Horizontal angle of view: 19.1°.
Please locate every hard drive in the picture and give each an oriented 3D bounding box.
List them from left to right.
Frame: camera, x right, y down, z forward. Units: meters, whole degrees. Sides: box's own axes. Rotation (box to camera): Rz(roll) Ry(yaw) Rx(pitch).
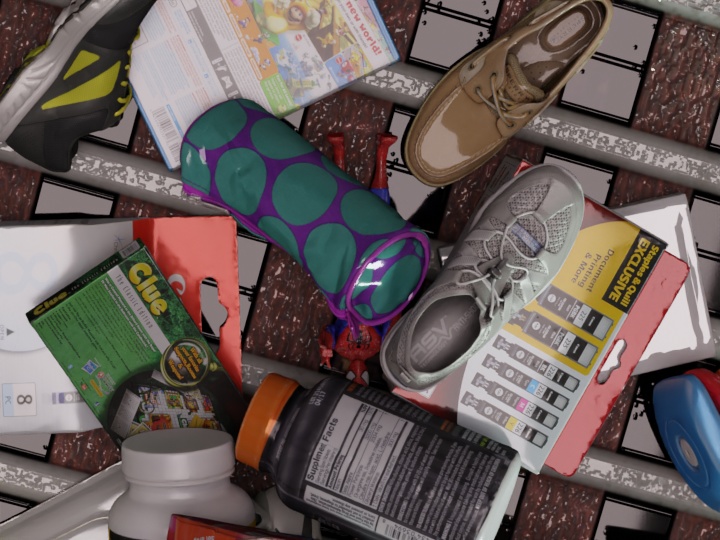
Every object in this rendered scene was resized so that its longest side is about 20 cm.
[{"bbox_3d":[0.170,0.025,1.678,0.198,0.026,0.133,-13,98,-2],"label":"hard drive"}]

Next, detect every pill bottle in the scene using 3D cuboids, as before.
[{"bbox_3d":[-0.133,0.226,1.607,0.111,0.112,0.202,-3,98,-4],"label":"pill bottle"},{"bbox_3d":[0.009,0.144,1.569,0.199,0.106,0.107,23,95,10],"label":"pill bottle"}]

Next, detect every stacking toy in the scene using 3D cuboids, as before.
[{"bbox_3d":[0.337,0.097,1.672,0.199,0.110,0.117,-28,87,-12],"label":"stacking toy"}]

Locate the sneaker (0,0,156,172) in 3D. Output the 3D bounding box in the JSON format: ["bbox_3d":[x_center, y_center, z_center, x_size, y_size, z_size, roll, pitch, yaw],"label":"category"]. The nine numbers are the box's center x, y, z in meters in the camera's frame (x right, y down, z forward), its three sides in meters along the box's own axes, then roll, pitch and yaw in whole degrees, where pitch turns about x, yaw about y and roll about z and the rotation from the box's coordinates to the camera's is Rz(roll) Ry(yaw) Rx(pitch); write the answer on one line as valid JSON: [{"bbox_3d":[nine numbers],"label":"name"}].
[{"bbox_3d":[-0.197,-0.156,1.599,0.084,0.075,0.200,38,115,-18],"label":"sneaker"}]

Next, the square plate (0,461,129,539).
[{"bbox_3d":[-0.220,0.278,1.680,0.197,0.028,0.201,-27,99,0],"label":"square plate"}]

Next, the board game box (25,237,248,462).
[{"bbox_3d":[-0.159,0.082,1.624,0.104,0.023,0.201,-32,119,-4],"label":"board game box"}]

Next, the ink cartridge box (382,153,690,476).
[{"bbox_3d":[0.142,0.041,1.622,0.175,0.084,0.201,29,93,-7],"label":"ink cartridge box"}]

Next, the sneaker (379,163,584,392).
[{"bbox_3d":[0.094,0.012,1.531,0.075,0.082,0.200,37,92,-5],"label":"sneaker"}]

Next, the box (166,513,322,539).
[{"bbox_3d":[-0.048,0.243,1.546,0.199,0.095,0.101,17,83,-46],"label":"box"}]

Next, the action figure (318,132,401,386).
[{"bbox_3d":[0.000,0.000,1.629,0.065,0.099,0.202,0,100,-3],"label":"action figure"}]

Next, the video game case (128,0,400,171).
[{"bbox_3d":[-0.088,-0.183,1.637,0.199,0.018,0.144,-26,98,-1],"label":"video game case"}]

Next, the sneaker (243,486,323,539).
[{"bbox_3d":[-0.037,0.265,1.668,0.088,0.074,0.202,-8,94,-7],"label":"sneaker"}]

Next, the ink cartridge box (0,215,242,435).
[{"bbox_3d":[-0.192,0.041,1.642,0.198,0.047,0.161,-2,98,-3],"label":"ink cartridge box"}]

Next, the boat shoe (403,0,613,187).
[{"bbox_3d":[0.111,-0.143,1.632,0.071,0.065,0.200,44,92,-8],"label":"boat shoe"}]

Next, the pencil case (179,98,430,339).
[{"bbox_3d":[-0.044,-0.042,1.573,0.200,0.085,0.092,37,78,29],"label":"pencil case"}]
